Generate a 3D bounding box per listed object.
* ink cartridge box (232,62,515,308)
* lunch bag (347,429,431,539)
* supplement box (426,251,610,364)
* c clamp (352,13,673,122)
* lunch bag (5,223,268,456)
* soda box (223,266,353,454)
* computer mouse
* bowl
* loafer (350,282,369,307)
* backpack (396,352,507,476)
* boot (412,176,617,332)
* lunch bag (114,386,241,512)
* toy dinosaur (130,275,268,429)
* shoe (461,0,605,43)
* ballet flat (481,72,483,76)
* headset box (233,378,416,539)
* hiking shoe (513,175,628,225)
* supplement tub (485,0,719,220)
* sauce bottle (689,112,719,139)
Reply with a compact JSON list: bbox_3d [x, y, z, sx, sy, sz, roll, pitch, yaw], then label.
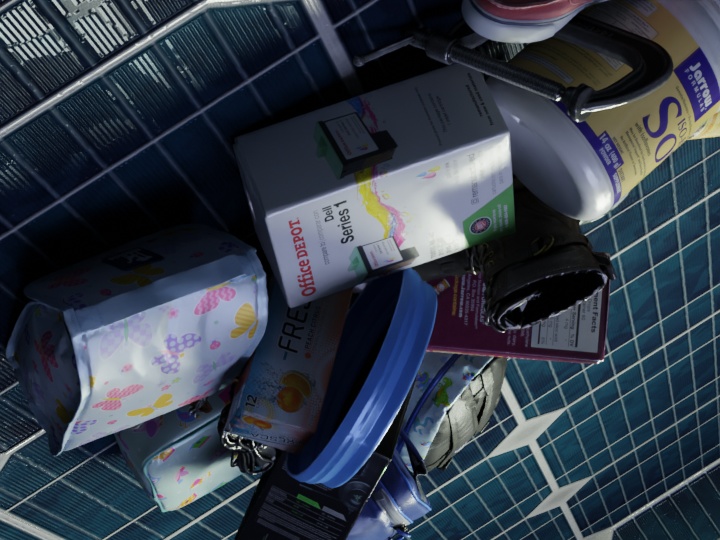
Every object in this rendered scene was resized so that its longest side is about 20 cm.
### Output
[{"bbox_3d":[0.014,-0.066,1.492,0.200,0.084,0.145,-19,148,-5],"label":"ink cartridge box"},{"bbox_3d":[-0.011,0.201,1.968,0.132,0.200,0.136,-35,162,1],"label":"lunch bag"},{"bbox_3d":[0.123,0.028,1.740,0.200,0.103,0.131,5,177,3],"label":"supplement box"},{"bbox_3d":[0.124,-0.155,1.415,0.171,0.200,0.027,-38,140,-43],"label":"c clamp"},{"bbox_3d":[-0.175,0.043,1.490,0.170,0.127,0.200,-22,168,-24],"label":"lunch bag"},{"bbox_3d":[-0.052,0.046,1.569,0.068,0.200,0.064,19,153,-8],"label":"soda box"},{"bbox_3d":[-0.062,0.077,1.644,0.139,0.053,0.200,72,34,-67],"label":"computer mouse"},{"bbox_3d":[0.002,0.089,1.567,0.201,0.039,0.201,-59,-169,19],"label":"bowl"},{"bbox_3d":[0.000,0.000,1.724,0.072,0.063,0.200,-28,159,-11],"label":"loafer"},{"bbox_3d":[0.085,0.123,2.027,0.163,0.154,0.200,-41,179,-15],"label":"backpack"},{"bbox_3d":[0.110,-0.005,1.577,0.200,0.174,0.069,-23,118,15],"label":"boot"},{"bbox_3d":[-0.151,0.151,1.830,0.160,0.077,0.200,-33,161,-11],"label":"lunch bag"},{"bbox_3d":[-0.129,0.074,1.673,0.200,0.102,0.136,-25,145,-9],"label":"toy dinosaur"},{"bbox_3d":[0.166,-0.240,1.419,0.200,0.071,0.091,-23,153,-30],"label":"shoe"},{"bbox_3d":[0.059,-0.106,1.579,0.066,0.057,0.200,-19,156,-33],"label":"ballet flat"},{"bbox_3d":[-0.031,0.172,1.769,0.174,0.093,0.200,-68,-176,-61],"label":"headset box"},{"bbox_3d":[0.186,-0.078,1.799,0.200,0.074,0.087,-32,160,-2],"label":"hiking shoe"},{"bbox_3d":[0.210,-0.153,1.536,0.200,0.145,0.145,-41,161,-11],"label":"supplement tub"},{"bbox_3d":[0.363,-0.166,1.868,0.200,0.066,0.066,-11,151,-45],"label":"sauce bottle"}]
